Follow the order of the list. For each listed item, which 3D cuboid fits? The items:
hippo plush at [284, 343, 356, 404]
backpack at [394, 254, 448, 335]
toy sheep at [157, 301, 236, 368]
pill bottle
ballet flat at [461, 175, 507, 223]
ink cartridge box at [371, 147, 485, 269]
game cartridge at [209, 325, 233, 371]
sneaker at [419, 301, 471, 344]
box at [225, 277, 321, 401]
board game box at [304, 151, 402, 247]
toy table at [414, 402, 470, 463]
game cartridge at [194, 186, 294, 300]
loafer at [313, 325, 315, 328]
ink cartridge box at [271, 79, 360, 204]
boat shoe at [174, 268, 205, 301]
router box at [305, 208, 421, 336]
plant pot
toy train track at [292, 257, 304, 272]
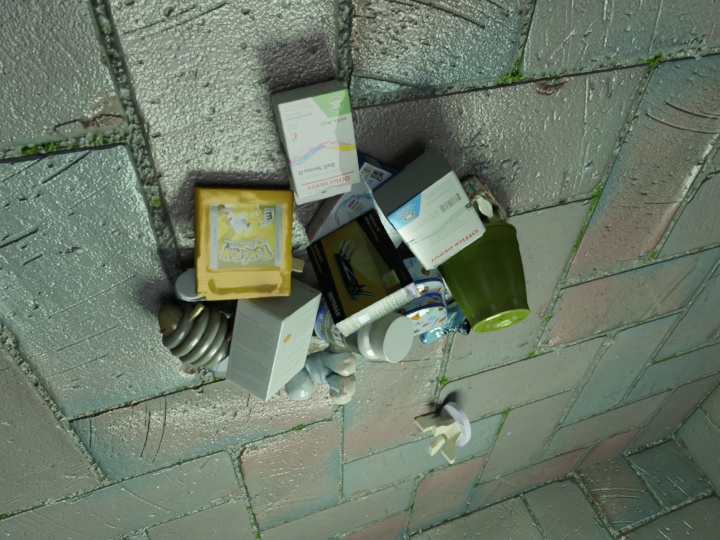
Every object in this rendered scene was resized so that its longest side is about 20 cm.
[{"bbox_3d":[-0.105,0.214,1.237,0.160,0.201,0.160,-2,133,-16],"label":"hippo plush"},{"bbox_3d":[0.106,0.056,1.196,0.199,0.155,0.191,-24,143,-3],"label":"backpack"},{"bbox_3d":[-0.319,0.129,1.084,0.138,0.138,0.200,-42,118,18],"label":"toy sheep"},{"bbox_3d":[0.006,0.117,1.112,0.113,0.199,0.115,-14,109,-44],"label":"pill bottle"},{"bbox_3d":[0.274,-0.129,1.171,0.076,0.064,0.200,-41,137,15],"label":"ballet flat"},{"bbox_3d":[0.136,-0.112,1.036,0.146,0.086,0.200,-35,140,9],"label":"ink cartridge box"},{"bbox_3d":[-0.240,0.180,1.246,0.199,0.041,0.134,6,126,-31],"label":"game cartridge"},{"bbox_3d":[0.242,0.136,1.403,0.199,0.090,0.078,-35,138,11],"label":"sneaker"},{"bbox_3d":[-0.177,0.132,1.095,0.152,0.106,0.201,-36,146,-59],"label":"box"},{"bbox_3d":[0.023,-0.116,1.072,0.199,0.043,0.199,16,123,-38],"label":"board game box"},{"bbox_3d":[0.281,0.536,1.778,0.117,0.184,0.201,-27,129,-24],"label":"toy table"},{"bbox_3d":[-0.208,-0.048,0.966,0.175,0.032,0.202,-3,104,-25],"label":"game cartridge"},{"bbox_3d":[-0.067,0.099,1.233,0.199,0.070,0.070,10,94,-49],"label":"loafer"},{"bbox_3d":[-0.068,-0.198,0.893,0.116,0.067,0.201,-17,125,-11],"label":"ink cartridge box"},{"bbox_3d":[-0.263,0.017,1.048,0.199,0.072,0.068,-20,174,-28],"label":"boat shoe"},{"bbox_3d":[0.000,0.000,0.994,0.157,0.201,0.052,-29,141,4],"label":"router box"},{"bbox_3d":[0.281,0.028,1.192,0.199,0.194,0.201,-12,156,-5],"label":"plant pot"},{"bbox_3d":[-0.207,-0.031,1.032,0.199,0.116,0.032,15,167,-23],"label":"toy train track"}]
